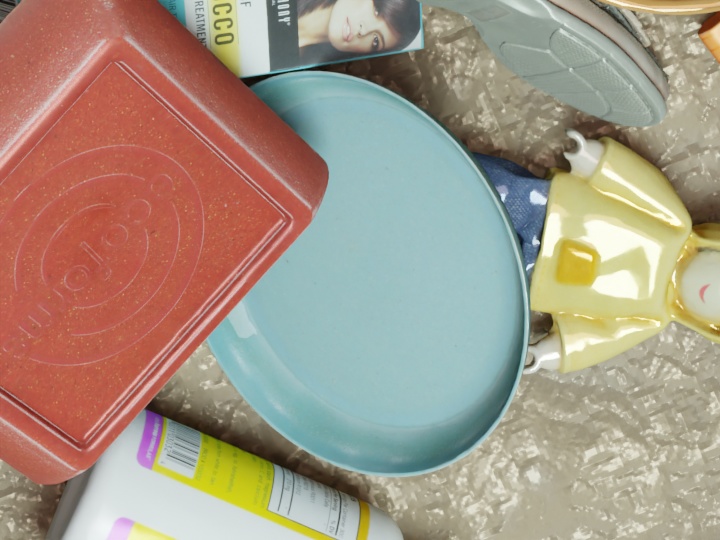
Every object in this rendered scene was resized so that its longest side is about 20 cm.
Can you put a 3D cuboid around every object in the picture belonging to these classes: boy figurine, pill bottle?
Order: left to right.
[{"bbox_3d":[-0.050,0.148,1.268,0.200,0.104,0.104,24,102,-10],"label":"pill bottle"},{"bbox_3d":[0.111,-0.003,1.260,0.200,0.064,0.124,16,104,-4],"label":"boy figurine"}]

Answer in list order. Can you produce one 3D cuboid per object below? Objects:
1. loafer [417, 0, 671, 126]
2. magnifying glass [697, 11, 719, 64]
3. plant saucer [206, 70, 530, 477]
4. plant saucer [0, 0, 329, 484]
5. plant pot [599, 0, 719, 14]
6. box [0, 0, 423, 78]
[{"bbox_3d":[0.079,-0.135,1.203,0.200,0.072,0.063,30,71,-35],"label":"loafer"},{"bbox_3d":[0.234,-0.048,1.278,0.080,0.022,0.200,-38,104,7],"label":"magnifying glass"},{"bbox_3d":[0.000,0.000,1.221,0.200,0.027,0.200,15,116,33],"label":"plant saucer"},{"bbox_3d":[-0.120,-0.010,1.114,0.200,0.037,0.200,-48,138,0],"label":"plant saucer"},{"bbox_3d":[0.134,-0.224,1.161,0.200,0.140,0.200,-1,105,-3],"label":"plant pot"},{"bbox_3d":[-0.069,-0.128,1.177,0.200,0.049,0.082,-12,108,-28],"label":"box"}]
